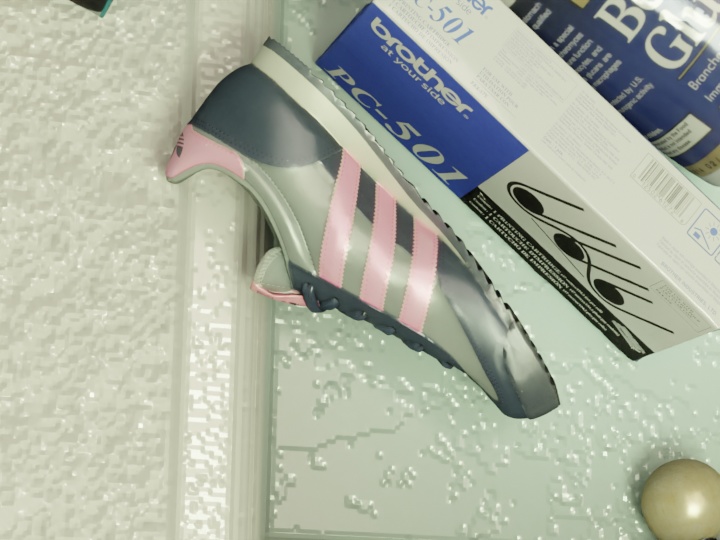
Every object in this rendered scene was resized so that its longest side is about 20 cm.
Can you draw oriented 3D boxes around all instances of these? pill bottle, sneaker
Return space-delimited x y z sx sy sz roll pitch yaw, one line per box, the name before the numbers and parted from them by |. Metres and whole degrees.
pill bottle | 0.112 -0.135 0.964 0.199 0.111 0.111 34 72 -7
sneaker | 0.000 0.000 0.935 0.082 0.070 0.200 -41 90 -3

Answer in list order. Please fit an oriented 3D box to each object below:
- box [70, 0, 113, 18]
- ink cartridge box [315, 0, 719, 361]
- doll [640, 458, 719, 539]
box | -0.179 -0.182 0.902 0.199 0.082 0.049 28 74 -9
ink cartridge box | 0.077 -0.048 0.945 0.200 0.094 0.044 43 71 -5
doll | 0.154 0.182 0.945 0.135 0.048 0.202 -5 81 -18
